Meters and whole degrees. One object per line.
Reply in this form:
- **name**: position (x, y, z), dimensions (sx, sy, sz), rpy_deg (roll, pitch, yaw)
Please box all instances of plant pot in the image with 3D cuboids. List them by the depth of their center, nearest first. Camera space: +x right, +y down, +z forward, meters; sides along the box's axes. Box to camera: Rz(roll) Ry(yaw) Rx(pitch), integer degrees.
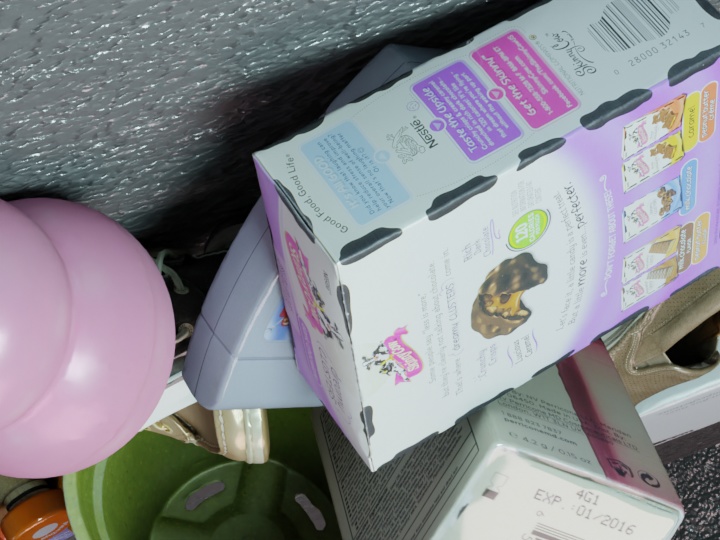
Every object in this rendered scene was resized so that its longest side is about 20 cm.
- **plant pot**: position (-0.071, 0.146, 1.414), dimensions (0.200, 0.201, 0.184), rpy_deg (-17, 159, -8)

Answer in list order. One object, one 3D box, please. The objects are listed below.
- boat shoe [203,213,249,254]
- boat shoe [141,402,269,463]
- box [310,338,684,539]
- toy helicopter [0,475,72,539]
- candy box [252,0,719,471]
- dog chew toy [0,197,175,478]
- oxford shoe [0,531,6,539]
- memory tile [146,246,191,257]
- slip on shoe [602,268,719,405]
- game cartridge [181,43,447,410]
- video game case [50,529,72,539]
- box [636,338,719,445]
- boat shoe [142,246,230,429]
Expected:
- **boat shoe**: position (0.000, 0.000, 1.247), dimensions (0.200, 0.063, 0.073), rpy_deg (11, 120, -29)
- **boat shoe**: position (-0.096, 0.059, 1.235), dimensions (0.069, 0.074, 0.200), rpy_deg (-8, -168, -15)
- **box**: position (0.061, 0.094, 1.159), dimensions (0.109, 0.200, 0.128), rpy_deg (21, 114, -21)
- **toy helicopter**: position (-0.152, 0.107, 1.499), dimensions (0.200, 0.079, 0.132), rpy_deg (-31, 162, -4)
- **candy box**: position (0.063, -0.025, 1.015), dimensions (0.200, 0.072, 0.168), rpy_deg (-29, 148, -14)
- **dog chew toy**: position (-0.167, 0.021, 0.991), dimensions (0.124, 0.125, 0.200), rpy_deg (-24, 159, 24)
- **oxford shoe**: position (-0.325, 0.195, 1.676), dimensions (0.200, 0.071, 0.073), rpy_deg (-26, -165, 19)
- **memory tile**: position (-0.193, 0.030, 1.220), dimensions (0.153, 0.017, 0.200), rpy_deg (-6, 163, -45)
- **slip on shoe**: position (0.173, 0.040, 1.328), dimensions (0.076, 0.061, 0.200), rpy_deg (-18, 148, -41)
- **game cartridge**: position (0.004, -0.014, 1.072), dimensions (0.133, 0.042, 0.200), rpy_deg (-3, 134, -49)
- **video game case**: position (-0.308, 0.220, 1.881), dimensions (0.143, 0.019, 0.200), rpy_deg (-29, 165, 40)
- **box**: position (0.259, 0.020, 1.592), dimensions (0.199, 0.131, 0.200), rpy_deg (-21, 168, 7)
- **boat shoe**: position (-0.097, 0.027, 1.146), dimensions (0.200, 0.064, 0.071), rpy_deg (-32, -151, -1)
